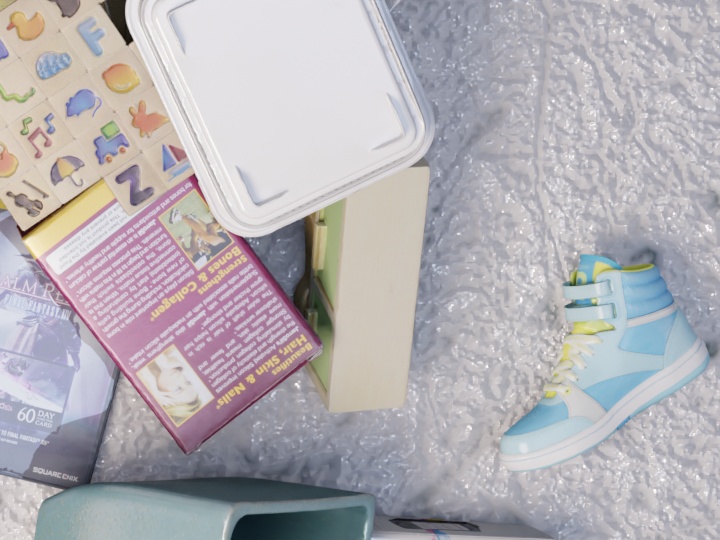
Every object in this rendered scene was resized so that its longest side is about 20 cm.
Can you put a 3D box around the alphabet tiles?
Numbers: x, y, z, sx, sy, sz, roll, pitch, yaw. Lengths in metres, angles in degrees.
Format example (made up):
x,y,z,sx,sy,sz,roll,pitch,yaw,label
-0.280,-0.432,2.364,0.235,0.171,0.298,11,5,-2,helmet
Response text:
x,y,z,sx,sy,sz,roll,pitch,yaw,label
-0.178,-0.123,1.375,0.199,0.008,0.168,-34,106,0,alphabet tiles

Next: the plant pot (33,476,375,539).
x,y,z,sx,sy,sz,roll,pitch,yaw,label
-0.134,0.240,1.448,0.195,0.199,0.198,6,93,-59,plant pot

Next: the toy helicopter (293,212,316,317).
x,y,z,sx,sy,sz,roll,pitch,yaw,label
-0.017,-0.054,1.545,0.131,0.079,0.202,-4,106,-24,toy helicopter

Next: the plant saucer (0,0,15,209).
x,y,z,sx,sy,sz,roll,pitch,yaw,label
-0.315,-0.162,1.446,0.198,0.048,0.202,13,87,-16,plant saucer

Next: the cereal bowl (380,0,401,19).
x,y,z,sx,sy,sz,roll,pitch,yaw,label
-0.054,-0.251,1.405,0.198,0.083,0.202,-1,105,-5,cereal bowl

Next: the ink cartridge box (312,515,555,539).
x,y,z,sx,sy,sz,roll,pitch,yaw,label
0.043,0.271,1.569,0.198,0.086,0.149,6,93,-16,ink cartridge box

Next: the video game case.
x,y,z,sx,sy,sz,roll,pitch,yaw,label
-0.248,0.055,1.506,0.142,0.019,0.202,15,91,-16,video game case

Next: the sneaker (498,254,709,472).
x,y,z,sx,sy,sz,roll,pitch,yaw,label
0.172,0.064,1.594,0.199,0.079,0.131,-31,104,-21,sneaker

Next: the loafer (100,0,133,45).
x,y,z,sx,sy,sz,roll,pitch,yaw,label
-0.201,-0.168,1.432,0.075,0.068,0.201,4,127,22,loafer

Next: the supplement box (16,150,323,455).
x,y,z,sx,sy,sz,roll,pitch,yaw,label
-0.140,0.012,1.467,0.131,0.103,0.201,-37,102,-6,supplement box

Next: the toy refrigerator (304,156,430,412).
x,y,z,sx,sy,sz,roll,pitch,yaw,label
0.000,0.000,1.495,0.069,0.076,0.202,-4,119,-17,toy refrigerator

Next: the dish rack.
x,y,z,sx,sy,sz,roll,pitch,yaw,label
-0.052,-0.134,1.368,0.171,0.044,0.201,-25,105,-2,dish rack
